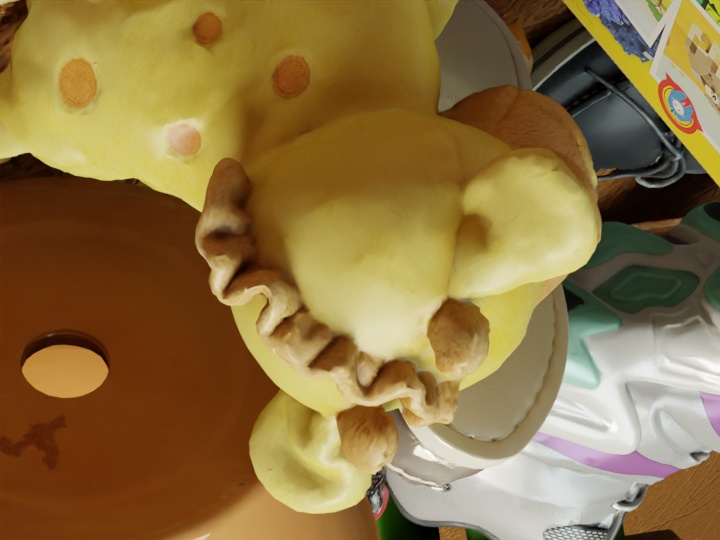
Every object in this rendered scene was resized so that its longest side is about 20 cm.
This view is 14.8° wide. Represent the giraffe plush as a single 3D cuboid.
[{"bbox_3d":[-0.003,-0.039,0.717,0.200,0.162,0.173,-31,161,-22],"label":"giraffe plush"}]

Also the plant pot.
[{"bbox_3d":[-0.085,0.068,0.802,0.200,0.200,0.140,-28,147,-28],"label":"plant pot"}]

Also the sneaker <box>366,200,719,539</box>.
[{"bbox_3d":[0.095,0.051,0.936,0.199,0.078,0.140,2,129,-10],"label":"sneaker"}]

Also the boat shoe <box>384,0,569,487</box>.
[{"bbox_3d":[0.016,-0.008,0.835,0.072,0.201,0.059,31,127,-28],"label":"boat shoe"}]

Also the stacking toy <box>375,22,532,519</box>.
[{"bbox_3d":[0.000,0.000,0.953,0.200,0.110,0.116,-55,158,13],"label":"stacking toy"}]

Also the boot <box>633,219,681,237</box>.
[{"bbox_3d":[0.154,0.012,1.268,0.200,0.074,0.155,-35,157,-18],"label":"boot"}]

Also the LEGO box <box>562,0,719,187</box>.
[{"bbox_3d":[0.122,-0.098,0.752,0.077,0.200,0.149,-31,160,-21],"label":"LEGO box"}]

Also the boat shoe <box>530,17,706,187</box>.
[{"bbox_3d":[0.110,-0.065,1.035,0.199,0.062,0.075,-27,161,-26],"label":"boat shoe"}]

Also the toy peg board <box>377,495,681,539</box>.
[{"bbox_3d":[0.032,0.098,1.169,0.199,0.098,0.199,-9,177,4],"label":"toy peg board"}]
